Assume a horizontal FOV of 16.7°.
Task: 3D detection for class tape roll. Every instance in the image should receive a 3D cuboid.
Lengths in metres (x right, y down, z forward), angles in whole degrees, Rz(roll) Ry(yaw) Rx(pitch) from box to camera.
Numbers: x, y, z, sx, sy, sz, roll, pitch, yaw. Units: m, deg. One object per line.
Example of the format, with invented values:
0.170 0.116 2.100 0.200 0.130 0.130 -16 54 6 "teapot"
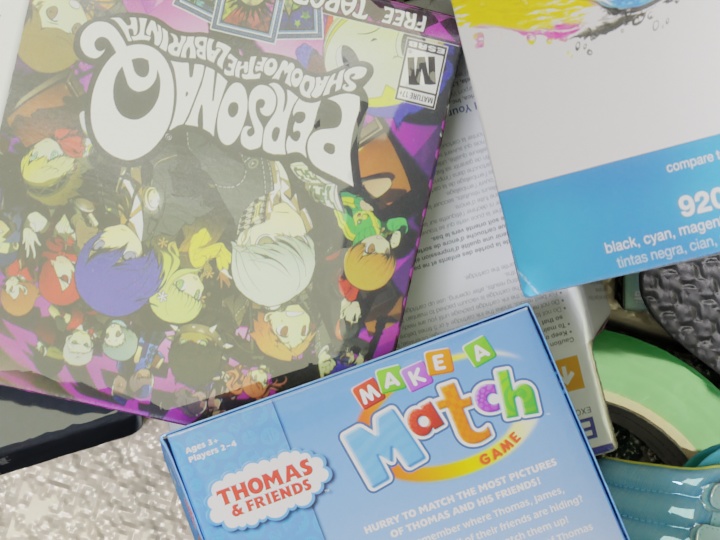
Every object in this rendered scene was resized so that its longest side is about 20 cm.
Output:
0.084 0.125 1.059 0.200 0.048 0.201 1 83 -5 "tape roll"

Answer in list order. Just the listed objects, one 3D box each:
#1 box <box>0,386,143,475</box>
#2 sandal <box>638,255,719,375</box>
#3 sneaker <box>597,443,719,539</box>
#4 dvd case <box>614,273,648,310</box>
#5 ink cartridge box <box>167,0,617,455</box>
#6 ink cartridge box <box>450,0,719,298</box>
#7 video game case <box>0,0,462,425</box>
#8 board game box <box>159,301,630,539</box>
-0.205 0.022 1.017 0.199 0.107 0.149 -16 84 -7 "box"
0.206 0.048 1.073 0.075 0.048 0.201 -41 92 19 "sandal"
0.161 0.146 1.001 0.200 0.080 0.131 30 81 -2 "sneaker"
0.185 -0.081 1.067 0.145 0.022 0.201 1 103 3 "dvd case"
0.000 0.000 1.030 0.196 0.043 0.201 -16 85 23 "ink cartridge box"
0.131 -0.109 0.950 0.144 0.147 0.201 -14 91 33 "ink cartridge box"
-0.073 -0.033 0.959 0.199 0.036 0.182 13 88 -9 "video game case"
0.030 0.129 0.904 0.151 0.037 0.201 -19 72 -8 "board game box"
